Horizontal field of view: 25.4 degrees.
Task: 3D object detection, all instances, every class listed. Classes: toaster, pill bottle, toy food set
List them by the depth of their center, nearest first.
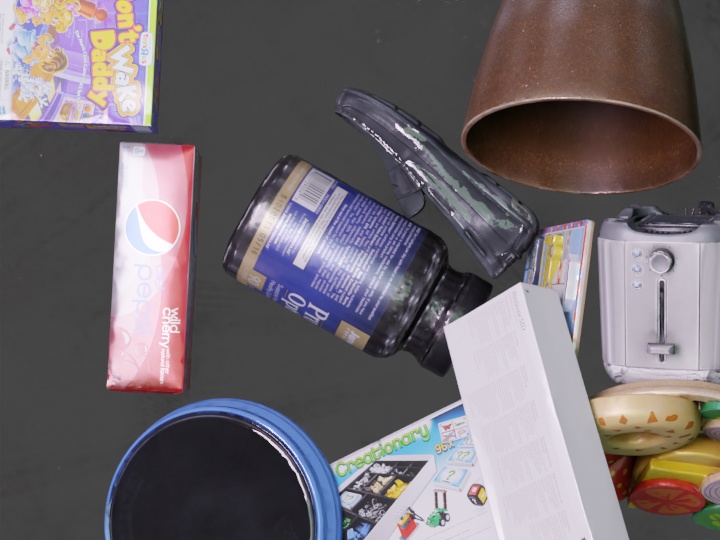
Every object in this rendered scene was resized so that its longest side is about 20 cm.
[{"bbox_3d":[0.249,0.142,1.234,0.197,0.200,0.049,8,59,1],"label":"toy food set"},{"bbox_3d":[0.248,0.017,1.253,0.113,0.200,0.130,3,98,17],"label":"toaster"},{"bbox_3d":[0.000,0.000,1.278,0.199,0.112,0.112,30,87,2],"label":"pill bottle"}]

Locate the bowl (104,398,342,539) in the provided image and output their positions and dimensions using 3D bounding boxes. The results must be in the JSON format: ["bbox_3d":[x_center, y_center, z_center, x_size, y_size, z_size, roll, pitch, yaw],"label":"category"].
[{"bbox_3d":[-0.114,0.203,1.274,0.200,0.039,0.202,-1,86,18],"label":"bowl"}]

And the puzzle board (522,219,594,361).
[{"bbox_3d":[0.144,0.063,1.255,0.017,0.151,0.201,8,87,-7],"label":"puzzle board"}]

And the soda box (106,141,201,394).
[{"bbox_3d":[-0.166,-0.001,1.298,0.063,0.070,0.201,2,87,-1],"label":"soda box"}]

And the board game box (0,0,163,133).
[{"bbox_3d":[-0.232,-0.218,1.322,0.134,0.045,0.201,2,87,0],"label":"board game box"}]

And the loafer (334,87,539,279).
[{"bbox_3d":[0.054,-0.073,1.304,0.200,0.068,0.070,39,94,5],"label":"loafer"}]

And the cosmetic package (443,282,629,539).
[{"bbox_3d":[0.127,0.118,1.160,0.082,0.050,0.201,-33,60,39],"label":"cosmetic package"}]

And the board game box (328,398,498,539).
[{"bbox_3d":[0.043,0.190,1.249,0.200,0.035,0.127,-29,72,27],"label":"board game box"}]

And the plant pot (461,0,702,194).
[{"bbox_3d":[0.182,-0.188,1.269,0.186,0.187,0.201,7,72,0],"label":"plant pot"}]
